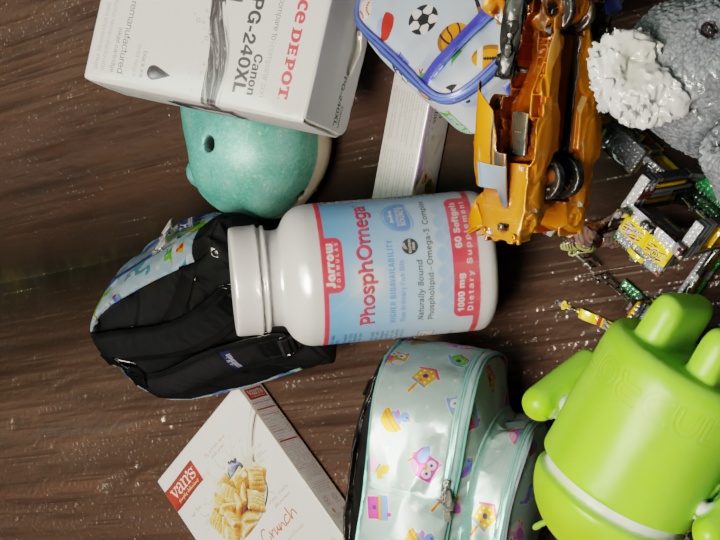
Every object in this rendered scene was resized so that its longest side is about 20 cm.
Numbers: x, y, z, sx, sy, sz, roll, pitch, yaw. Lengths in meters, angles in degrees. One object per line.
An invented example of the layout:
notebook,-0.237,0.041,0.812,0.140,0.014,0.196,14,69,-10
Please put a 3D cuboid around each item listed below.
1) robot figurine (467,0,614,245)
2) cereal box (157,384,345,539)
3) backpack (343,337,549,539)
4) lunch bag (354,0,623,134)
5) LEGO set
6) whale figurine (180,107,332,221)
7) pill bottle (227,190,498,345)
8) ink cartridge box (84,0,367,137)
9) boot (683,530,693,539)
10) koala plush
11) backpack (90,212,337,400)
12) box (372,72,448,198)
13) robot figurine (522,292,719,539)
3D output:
robot figurine,0.118,-0.122,1.036,0.058,0.144,0.203,8,99,33
cereal box,-0.084,0.221,1.403,0.201,0.039,0.144,51,121,19
backpack,0.067,0.155,1.208,0.151,0.176,0.203,1,97,18
lunch bag,0.104,-0.206,1.139,0.200,0.075,0.160,-45,51,5
LEGO set,0.177,-0.035,1.134,0.201,0.115,0.154,52,121,19
whale figurine,-0.115,-0.133,1.337,0.201,0.103,0.160,51,122,21
pill bottle,0.000,0.000,1.207,0.197,0.109,0.110,-6,95,-7
ink cartridge box,-0.099,-0.197,1.235,0.198,0.083,0.147,13,90,20
boot,0.194,0.188,1.188,0.203,0.073,0.155,-40,64,40
koala plush,0.252,-0.105,1.036,0.199,0.177,0.185,37,128,16
backpack,-0.137,0.035,1.352,0.199,0.155,0.163,-33,121,27
box,0.041,-0.094,1.271,0.041,0.039,0.203,18,107,31
robot figurine,0.192,0.114,1.069,0.175,0.115,0.202,35,108,28
